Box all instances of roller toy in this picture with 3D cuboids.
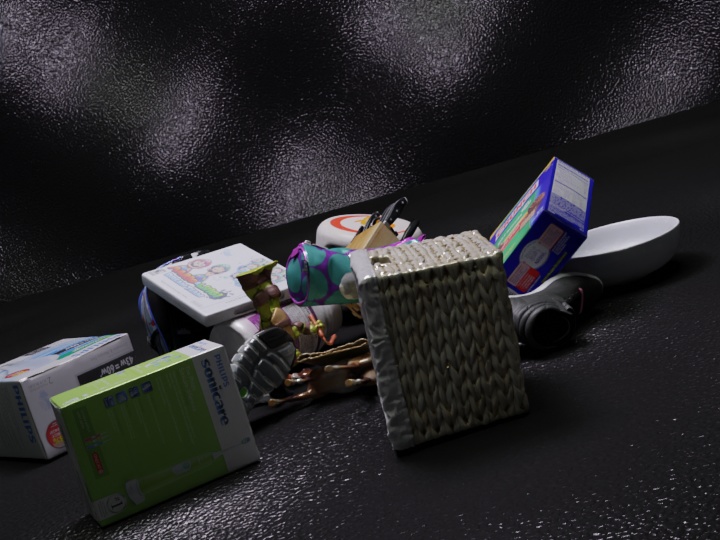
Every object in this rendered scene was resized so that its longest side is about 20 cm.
[{"bbox_3d":[0.016,-0.023,1.982,0.199,0.140,0.182,-1,16,-17],"label":"roller toy"}]

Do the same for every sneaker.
[{"bbox_3d":[0.258,0.056,1.501,0.199,0.071,0.099,-15,22,-31],"label":"sneaker"},{"bbox_3d":[-0.174,0.154,1.535,0.115,0.075,0.200,-18,25,48],"label":"sneaker"}]

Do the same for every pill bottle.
[{"bbox_3d":[-0.123,0.093,1.767,0.112,0.113,0.200,-7,14,45],"label":"pill bottle"}]

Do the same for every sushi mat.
[{"bbox_3d":[-0.025,0.114,1.605,0.095,0.012,0.200,-13,-8,5],"label":"sushi mat"}]

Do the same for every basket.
[{"bbox_3d":[0.084,0.071,1.317,0.160,0.201,0.198,-11,10,-2],"label":"basket"}]

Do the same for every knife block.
[{"bbox_3d":[0.027,-0.028,1.788,0.176,0.064,0.200,-45,14,5],"label":"knife block"}]

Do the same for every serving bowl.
[{"bbox_3d":[0.371,-0.019,1.702,0.199,0.066,0.200,-16,10,3],"label":"serving bowl"}]

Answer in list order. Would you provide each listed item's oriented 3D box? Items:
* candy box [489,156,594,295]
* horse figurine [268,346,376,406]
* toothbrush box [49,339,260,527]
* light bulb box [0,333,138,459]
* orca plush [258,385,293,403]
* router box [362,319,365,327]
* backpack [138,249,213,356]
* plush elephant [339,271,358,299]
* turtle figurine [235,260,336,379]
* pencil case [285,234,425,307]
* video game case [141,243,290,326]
[{"bbox_3d":[0.246,-0.046,1.637,0.169,0.077,0.200,-55,4,29],"label":"candy box"},{"bbox_3d":[-0.028,0.137,1.521,0.200,0.050,0.132,-20,-7,32],"label":"horse figurine"},{"bbox_3d":[-0.237,0.184,1.354,0.199,0.146,0.086,-21,10,-20],"label":"toothbrush box"},{"bbox_3d":[-0.459,0.188,1.763,0.200,0.125,0.198,-8,13,46],"label":"light bulb box"},{"bbox_3d":[-0.198,0.162,1.628,0.199,0.071,0.105,-10,12,34],"label":"orca plush"},{"bbox_3d":[0.109,0.052,1.755,0.199,0.062,0.150,-19,11,-10],"label":"router box"},{"bbox_3d":[-0.264,0.073,1.895,0.200,0.191,0.154,-22,-5,-30],"label":"backpack"},{"bbox_3d":[0.092,0.059,1.538,0.164,0.155,0.200,-11,-1,-25],"label":"plush elephant"},{"bbox_3d":[-0.116,0.071,1.663,0.064,0.162,0.200,-21,1,35],"label":"turtle figurine"},{"bbox_3d":[0.000,0.000,1.652,0.199,0.093,0.085,-3,-2,-20],"label":"pencil case"},{"bbox_3d":[-0.207,0.018,1.779,0.182,0.024,0.200,-19,29,-32],"label":"video game case"}]
